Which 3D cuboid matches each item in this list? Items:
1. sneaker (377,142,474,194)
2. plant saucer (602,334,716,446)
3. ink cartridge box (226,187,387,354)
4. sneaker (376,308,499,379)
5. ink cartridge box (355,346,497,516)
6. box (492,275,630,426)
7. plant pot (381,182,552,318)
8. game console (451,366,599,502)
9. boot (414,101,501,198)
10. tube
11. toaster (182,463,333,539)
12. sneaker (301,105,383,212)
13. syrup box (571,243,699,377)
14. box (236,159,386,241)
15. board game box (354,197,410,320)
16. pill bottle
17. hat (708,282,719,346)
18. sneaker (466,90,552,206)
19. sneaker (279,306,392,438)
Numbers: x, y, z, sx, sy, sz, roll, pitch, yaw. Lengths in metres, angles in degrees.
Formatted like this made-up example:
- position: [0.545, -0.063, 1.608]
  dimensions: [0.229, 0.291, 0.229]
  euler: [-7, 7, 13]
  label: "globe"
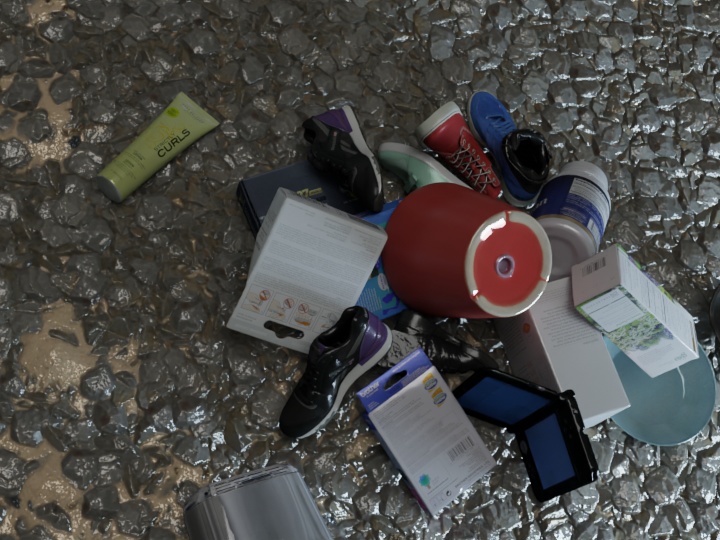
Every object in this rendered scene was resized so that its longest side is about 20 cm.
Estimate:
- position: [0.088, -0.103, 1.620]
  dimensions: [0.200, 0.074, 0.118]
  euler: [35, 76, 8]
  label: "sneaker"
- position: [0.434, 0.167, 1.619]
  dimensions: [0.200, 0.039, 0.202]
  euler: [5, 69, -12]
  label: "plant saucer"
- position: [-0.076, 0.007, 1.467]
  dimensions: [0.159, 0.047, 0.201]
  euler: [20, 107, -25]
  label: "ink cartridge box"
- position: [0.093, 0.130, 1.541]
  dimensions: [0.199, 0.060, 0.105]
  euler: [31, 80, -10]
  label: "sneaker"
- position: [0.086, 0.219, 1.482]
  dimensions: [0.119, 0.042, 0.201]
  euler: [-34, 98, -16]
  label: "ink cartridge box"
- position: [0.284, 0.128, 1.549]
  dimensions: [0.097, 0.124, 0.201]
  euler: [-13, 73, -19]
  label: "box"
- position: [0.155, -0.019, 1.484]
  dimensions: [0.199, 0.177, 0.202]
  euler: [-4, 100, -26]
  label: "plant pot"
- position: [0.210, 0.225, 1.454]
  dimensions: [0.116, 0.200, 0.177]
  euler: [-11, 73, -16]
  label: "game console"
- position: [0.156, -0.169, 1.604]
  dimensions: [0.072, 0.200, 0.145]
  euler: [-36, 81, 14]
  label: "boot"
- position: [-0.299, -0.180, 1.569]
  dimensions: [0.200, 0.052, 0.058]
  euler: [-47, 126, -29]
  label: "tube"
- position: [-0.139, 0.329, 1.365]
  dimensions: [0.199, 0.114, 0.130]
  euler: [-10, 67, -34]
  label: "toaster"
- position: [-0.028, -0.150, 1.549]
  dimensions: [0.087, 0.076, 0.201]
  euler: [-13, 49, -12]
  label: "sneaker"
- position: [0.390, 0.060, 1.530]
  dimensions: [0.200, 0.079, 0.082]
  euler: [38, 39, -29]
  label: "syrup box"
- position: [-0.063, -0.083, 1.586]
  dimensions: [0.199, 0.051, 0.158]
  euler: [-18, 74, -20]
  label: "box"
- position: [0.000, 0.000, 1.537]
  dimensions: [0.199, 0.045, 0.153]
  euler: [-20, 106, -20]
  label: "board game box"
- position: [0.313, -0.080, 1.621]
  dimensions: [0.111, 0.111, 0.200]
  euler: [32, 42, 0]
  label: "pill bottle"
- position: [0.606, 0.087, 1.670]
  dimensions: [0.199, 0.081, 0.202]
  euler: [6, 73, -19]
  label: "hat"
- position: [0.234, -0.209, 1.673]
  dimensions: [0.076, 0.111, 0.201]
  euler: [-13, 73, -18]
  label: "sneaker"
- position: [-0.053, 0.130, 1.451]
  dimensions: [0.200, 0.088, 0.076]
  euler: [-50, 46, -3]
  label: "sneaker"
